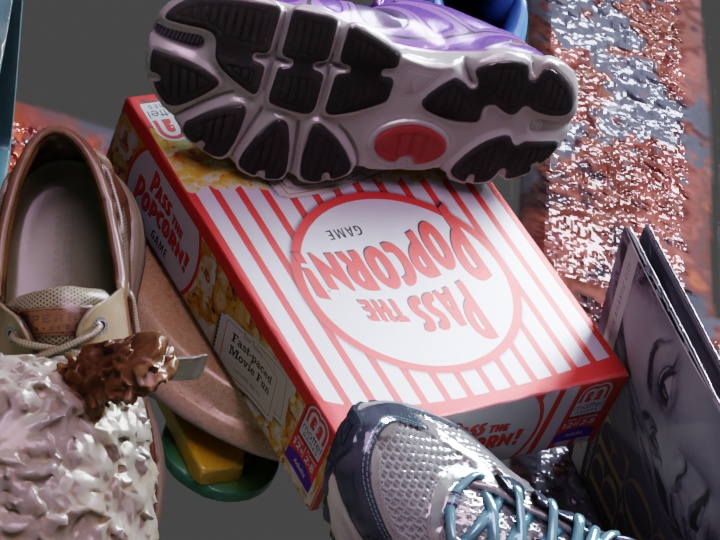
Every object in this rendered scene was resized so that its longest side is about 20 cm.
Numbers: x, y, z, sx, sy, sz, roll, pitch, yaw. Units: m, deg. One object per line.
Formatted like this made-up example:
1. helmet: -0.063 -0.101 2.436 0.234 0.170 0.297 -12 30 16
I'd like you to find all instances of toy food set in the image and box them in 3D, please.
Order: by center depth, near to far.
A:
1. toy food set: -0.035 0.015 1.143 0.197 0.049 0.201 -5 50 -30

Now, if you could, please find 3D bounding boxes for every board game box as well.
1. board game box: 0.000 0.000 1.102 0.151 0.046 0.200 -11 53 -33

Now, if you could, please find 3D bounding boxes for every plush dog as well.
1. plush dog: -0.117 0.118 0.868 0.200 0.160 0.173 10 71 -58

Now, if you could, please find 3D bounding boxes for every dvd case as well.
1. dvd case: 0.137 0.103 1.060 0.016 0.149 0.201 -9 50 -16

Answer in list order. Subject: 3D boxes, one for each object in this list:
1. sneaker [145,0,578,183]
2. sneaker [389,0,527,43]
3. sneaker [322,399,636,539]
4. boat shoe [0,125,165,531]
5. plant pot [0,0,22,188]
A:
1. sneaker: -0.004 -0.085 1.114 0.199 0.081 0.084 8 26 -28
2. sneaker: 0.060 -0.131 1.296 0.075 0.105 0.201 17 42 -9
3. sneaker: 0.070 0.111 0.996 0.200 0.086 0.078 40 59 -30
4. boat shoe: -0.123 0.033 1.033 0.075 0.074 0.201 -8 62 0
5. plant pot: -0.247 -0.071 1.064 0.199 0.142 0.142 7 43 -6
